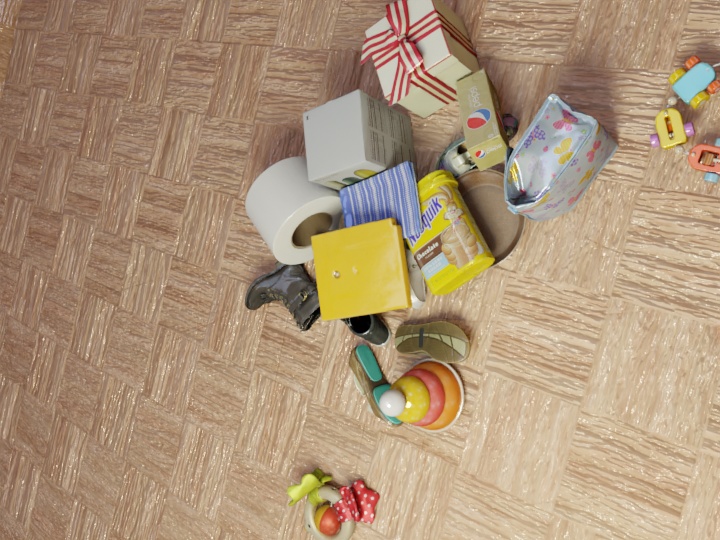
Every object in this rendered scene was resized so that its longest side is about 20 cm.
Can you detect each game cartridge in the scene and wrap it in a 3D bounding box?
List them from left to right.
[{"bbox_3d":[0.000,0.000,1.336,0.198,0.032,0.179,-10,84,27],"label":"game cartridge"}]

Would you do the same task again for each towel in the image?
[{"bbox_3d":[0.036,-0.123,1.353,0.199,0.024,0.147,-17,78,43],"label":"towel"}]

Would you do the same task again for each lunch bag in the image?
[{"bbox_3d":[0.339,-0.185,1.194,0.127,0.169,0.201,40,108,30],"label":"lunch bag"}]

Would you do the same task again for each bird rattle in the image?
[{"bbox_3d":[-0.057,0.518,1.464,0.198,0.112,0.165,13,104,23],"label":"bird rattle"}]

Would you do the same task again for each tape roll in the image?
[{"bbox_3d":[-0.141,-0.133,1.509,0.203,0.202,0.140,-49,61,20],"label":"tape roll"}]

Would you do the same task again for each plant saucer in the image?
[{"bbox_3d":[0.240,-0.099,1.337,0.198,0.036,0.203,-5,81,35],"label":"plant saucer"}]

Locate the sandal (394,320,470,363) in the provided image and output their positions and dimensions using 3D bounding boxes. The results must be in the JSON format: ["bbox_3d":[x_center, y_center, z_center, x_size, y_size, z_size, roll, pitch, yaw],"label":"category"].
[{"bbox_3d":[0.150,0.145,1.368,0.199,0.054,0.082,-3,77,50],"label":"sandal"}]

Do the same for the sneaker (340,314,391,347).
[{"bbox_3d":[-0.023,0.084,1.453,0.199,0.099,0.071,38,87,29],"label":"sneaker"}]

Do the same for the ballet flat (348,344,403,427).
[{"bbox_3d":[0.027,0.256,1.437,0.201,0.067,0.073,58,136,25],"label":"ballet flat"}]

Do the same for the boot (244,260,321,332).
[{"bbox_3d":[-0.173,0.075,1.585,0.200,0.069,0.175,-44,62,16],"label":"boot"}]

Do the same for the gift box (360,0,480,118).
[{"bbox_3d":[0.117,-0.426,1.370,0.199,0.186,0.187,-31,68,27],"label":"gift box"}]

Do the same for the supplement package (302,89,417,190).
[{"bbox_3d":[0.001,-0.259,1.424,0.150,0.199,0.153,-13,77,34],"label":"supplement package"}]

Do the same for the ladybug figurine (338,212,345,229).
[{"bbox_3d":[0.014,-0.047,1.456,0.136,0.071,0.202,-44,61,54],"label":"ladybug figurine"}]

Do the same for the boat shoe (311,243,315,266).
[{"bbox_3d":[-0.053,0.021,1.469,0.074,0.093,0.201,-14,51,-9],"label":"boat shoe"}]

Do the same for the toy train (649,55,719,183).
[{"bbox_3d":[0.569,-0.250,1.112,0.149,0.055,0.203,16,97,34],"label":"toy train"}]

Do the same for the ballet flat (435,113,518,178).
[{"bbox_3d":[0.225,-0.239,1.337,0.199,0.071,0.069,-33,100,27],"label":"ballet flat"}]

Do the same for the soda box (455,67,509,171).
[{"bbox_3d":[0.232,-0.290,1.280,0.067,0.064,0.202,-22,48,24],"label":"soda box"}]

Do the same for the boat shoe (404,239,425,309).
[{"bbox_3d":[0.106,-0.022,1.401,0.069,0.070,0.202,-26,69,32],"label":"boat shoe"}]

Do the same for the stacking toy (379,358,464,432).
[{"bbox_3d":[0.099,0.244,1.297,0.145,0.199,0.148,-5,81,34],"label":"stacking toy"}]

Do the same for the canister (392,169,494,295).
[{"bbox_3d":[0.159,-0.071,1.318,0.148,0.086,0.202,-37,66,29],"label":"canister"}]
